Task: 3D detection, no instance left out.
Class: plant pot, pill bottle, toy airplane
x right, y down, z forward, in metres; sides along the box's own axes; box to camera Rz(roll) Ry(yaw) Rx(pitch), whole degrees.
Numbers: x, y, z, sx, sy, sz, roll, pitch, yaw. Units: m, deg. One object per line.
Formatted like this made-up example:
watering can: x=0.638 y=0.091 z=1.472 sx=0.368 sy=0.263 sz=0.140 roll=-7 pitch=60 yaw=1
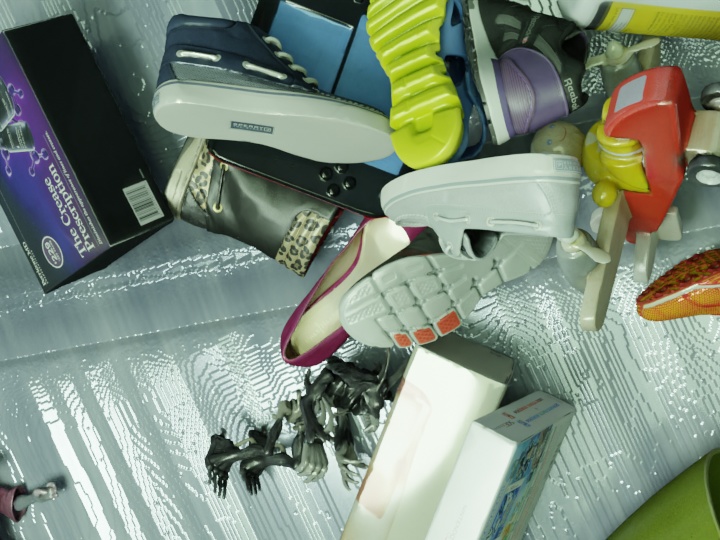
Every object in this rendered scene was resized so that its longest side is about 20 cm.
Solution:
plant pot: x=0.258 y=0.278 z=0.893 sx=0.199 sy=0.187 sz=0.188 roll=-37 pitch=89 yaw=29
pill bottle: x=0.259 y=-0.237 z=0.831 sx=0.196 sy=0.112 sz=0.114 roll=3 pitch=99 yaw=-6
toy airplane: x=0.199 y=-0.077 z=0.837 sx=0.139 sy=0.200 sz=0.202 roll=14 pitch=113 yaw=7

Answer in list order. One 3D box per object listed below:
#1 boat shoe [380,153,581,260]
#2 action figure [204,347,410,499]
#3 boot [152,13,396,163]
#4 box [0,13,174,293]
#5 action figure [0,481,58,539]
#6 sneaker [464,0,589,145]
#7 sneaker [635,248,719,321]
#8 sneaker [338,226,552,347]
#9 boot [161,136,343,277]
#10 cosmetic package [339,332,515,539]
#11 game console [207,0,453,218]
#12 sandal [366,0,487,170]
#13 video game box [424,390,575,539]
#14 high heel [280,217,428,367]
boat shoe: x=0.086 y=-0.042 z=0.814 sx=0.198 sy=0.071 sz=0.070 roll=-5 pitch=84 yaw=47
action figure: x=-0.036 y=0.145 z=0.959 sx=0.198 sy=0.118 sz=0.103 roll=-31 pitch=61 yaw=21
boot: x=-0.063 y=-0.149 z=0.863 sx=0.197 sy=0.073 sz=0.092 roll=9 pitch=66 yaw=-15
box: x=-0.270 y=-0.100 z=0.965 sx=0.140 sy=0.078 sz=0.202 roll=-26 pitch=91 yaw=49
action figure: x=-0.381 y=0.269 z=1.075 sx=0.148 sy=0.132 sz=0.203 roll=-17 pitch=79 yaw=56
sneaker: x=0.134 y=-0.169 z=0.848 sx=0.086 sy=0.201 sz=0.076 roll=-14 pitch=127 yaw=11
sneaker: x=0.326 y=0.014 z=0.884 sx=0.197 sy=0.073 sz=0.078 roll=-16 pitch=104 yaw=17
sneaker: x=0.067 y=-0.001 z=0.913 sx=0.198 sy=0.082 sz=0.078 roll=-25 pitch=112 yaw=-12
boot: x=-0.072 y=-0.106 z=0.953 sx=0.149 sy=0.073 sz=0.202 roll=29 pitch=96 yaw=3
cosmetic package: x=0.058 y=0.162 z=0.945 sx=0.086 sy=0.103 sz=0.203 roll=23 pitch=100 yaw=10
game console: x=-0.017 y=-0.160 z=0.910 sx=0.175 sy=0.031 sz=0.203 roll=21 pitch=84 yaw=-9
sandal: x=0.058 y=-0.167 z=0.877 sx=0.079 sy=0.087 sz=0.203 roll=-14 pitch=71 yaw=32
video game box: x=0.103 y=0.209 z=0.899 sx=0.046 sy=0.182 sz=0.203 roll=24 pitch=101 yaw=20
high heel: x=0.000 y=0.000 z=0.938 sx=0.067 sy=0.096 sz=0.200 roll=44 pitch=104 yaw=3
